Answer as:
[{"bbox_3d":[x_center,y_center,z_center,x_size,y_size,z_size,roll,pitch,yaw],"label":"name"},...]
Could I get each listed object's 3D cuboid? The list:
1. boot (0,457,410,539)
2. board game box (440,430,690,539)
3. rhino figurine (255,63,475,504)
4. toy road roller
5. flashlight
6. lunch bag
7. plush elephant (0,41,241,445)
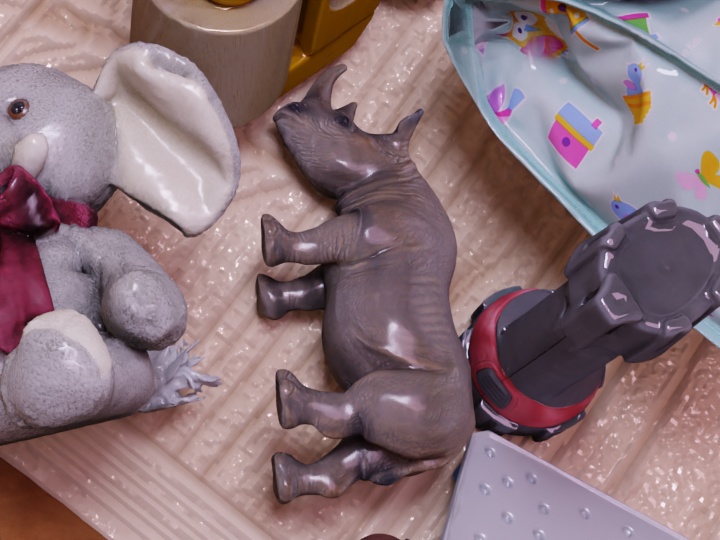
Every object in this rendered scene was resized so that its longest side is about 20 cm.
[{"bbox_3d":[-0.092,0.121,0.904,0.200,0.069,0.188,28,40,16],"label":"boot"},{"bbox_3d":[0.108,0.184,0.935,0.200,0.026,0.200,29,41,-9],"label":"board game box"},{"bbox_3d":[0.000,0.000,0.976,0.087,0.060,0.201,-1,63,-9],"label":"rhino figurine"},{"bbox_3d":[-0.042,-0.171,0.987,0.200,0.123,0.146,-40,74,-24],"label":"toy road roller"},{"bbox_3d":[0.093,0.020,0.925,0.068,0.200,0.068,10,72,-13],"label":"flashlight"},{"bbox_3d":[0.148,-0.079,0.984,0.200,0.122,0.170,40,37,16],"label":"lunch bag"},{"bbox_3d":[-0.134,-0.014,0.882,0.200,0.164,0.155,-8,84,-59],"label":"plush elephant"}]
